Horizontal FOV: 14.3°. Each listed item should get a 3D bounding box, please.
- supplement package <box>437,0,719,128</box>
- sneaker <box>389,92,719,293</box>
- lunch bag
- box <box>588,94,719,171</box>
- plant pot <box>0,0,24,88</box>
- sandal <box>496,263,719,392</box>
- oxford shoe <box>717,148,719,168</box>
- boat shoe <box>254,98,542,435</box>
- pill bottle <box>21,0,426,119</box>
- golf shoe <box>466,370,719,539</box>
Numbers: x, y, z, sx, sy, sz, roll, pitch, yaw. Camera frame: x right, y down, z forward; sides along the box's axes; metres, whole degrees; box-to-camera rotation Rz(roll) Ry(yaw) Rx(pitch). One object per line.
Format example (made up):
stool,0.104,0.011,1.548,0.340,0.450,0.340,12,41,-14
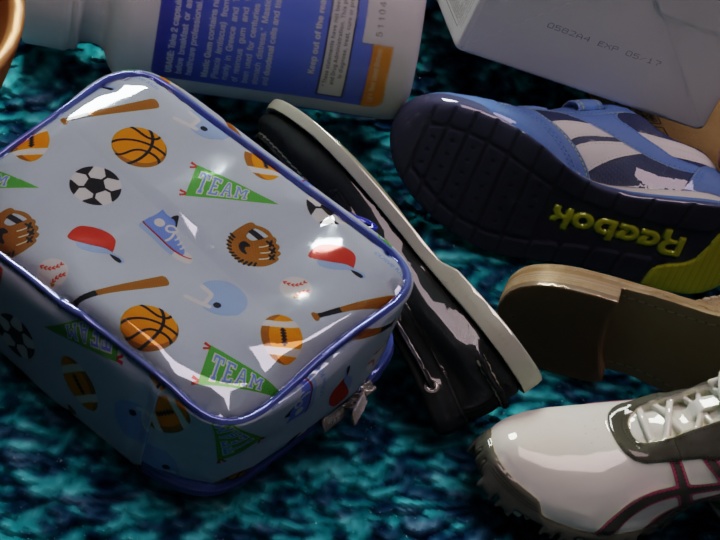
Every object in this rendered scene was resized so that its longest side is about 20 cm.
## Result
supplement package,0.129,-0.206,1.544,0.151,0.151,0.200,17,28,-21
sneaker,0.106,-0.050,1.486,0.199,0.074,0.082,19,34,-17
lunch bag,-0.079,0.004,1.298,0.200,0.076,0.160,38,51,18
box,0.201,-0.109,1.643,0.163,0.021,0.200,3,41,-25
plant pot,-0.262,-0.082,1.274,0.199,0.140,0.200,14,38,-11
sandal,0.175,0.032,1.415,0.211,0.078,0.070,19,38,5
oxford shoe,0.280,-0.057,1.539,0.200,0.071,0.074,26,64,-32
boat shoe,0.001,0.001,1.374,0.066,0.075,0.199,-41,71,-4
pill bottle,-0.069,-0.144,1.463,0.199,0.112,0.112,8,39,-5
golf shoe,0.148,0.078,1.336,0.199,0.088,0.077,3,43,-22
